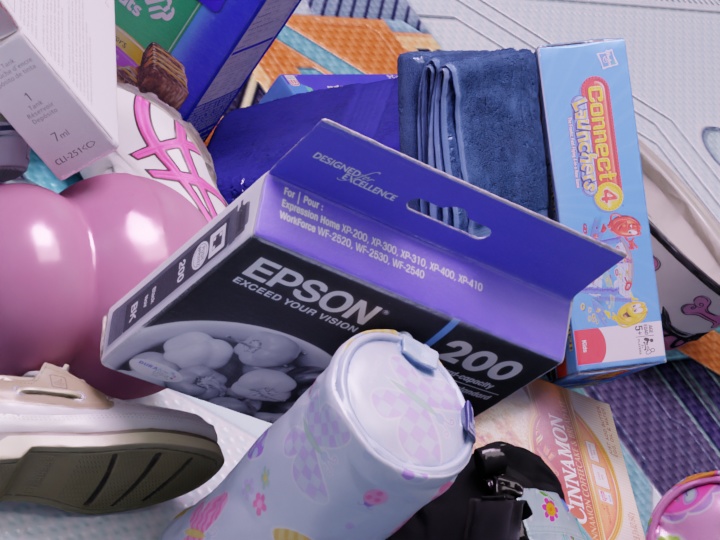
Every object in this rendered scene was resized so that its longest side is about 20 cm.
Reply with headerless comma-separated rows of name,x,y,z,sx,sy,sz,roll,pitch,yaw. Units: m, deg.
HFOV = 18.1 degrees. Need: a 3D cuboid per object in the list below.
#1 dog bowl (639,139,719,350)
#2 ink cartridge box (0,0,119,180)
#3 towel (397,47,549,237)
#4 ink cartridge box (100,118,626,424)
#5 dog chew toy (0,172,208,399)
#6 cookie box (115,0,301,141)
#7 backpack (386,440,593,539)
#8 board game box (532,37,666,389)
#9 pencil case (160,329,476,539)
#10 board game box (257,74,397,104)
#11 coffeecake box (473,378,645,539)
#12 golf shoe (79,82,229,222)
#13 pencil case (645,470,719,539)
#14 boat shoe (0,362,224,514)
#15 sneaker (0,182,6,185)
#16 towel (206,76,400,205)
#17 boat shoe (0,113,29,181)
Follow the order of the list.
dog bowl,0.197,-0.027,1.638,0.200,0.074,0.200,40,19,-17
ink cartridge box,-0.196,-0.174,1.234,0.177,0.044,0.201,54,16,-35
towel,0.073,-0.031,1.329,0.111,0.048,0.202,-11,98,-49
ink cartridge box,0.001,0.020,1.154,0.197,0.200,0.044,21,49,-30
dog chew toy,-0.174,0.008,1.223,0.199,0.125,0.125,1,46,-33
cookie box,-0.134,-0.189,1.430,0.171,0.200,0.075,42,32,8
backpack,0.081,0.211,1.185,0.126,0.167,0.201,6,49,-48
board game box,0.137,-0.029,1.440,0.055,0.196,0.202,-6,85,-5
pencil case,-0.027,0.113,1.153,0.083,0.200,0.091,19,44,-26
board game box,0.035,-0.052,1.572,0.152,0.045,0.201,-6,54,-49
coffeecake box,0.064,0.125,1.348,0.199,0.073,0.154,21,36,-25
golf shoe,-0.124,-0.039,1.370,0.200,0.073,0.092,45,33,11
pencil case,0.222,0.170,1.371,0.088,0.087,0.200,48,2,16
boat shoe,-0.160,0.082,1.176,0.199,0.075,0.069,5,50,-40
sneaker,-0.240,-0.093,1.341,0.099,0.075,0.200,6,35,32
towel,-0.005,-0.075,1.455,0.148,0.198,0.050,-70,147,-60
boat shoe,-0.277,-0.074,1.214,0.199,0.072,0.063,-5,78,-29
